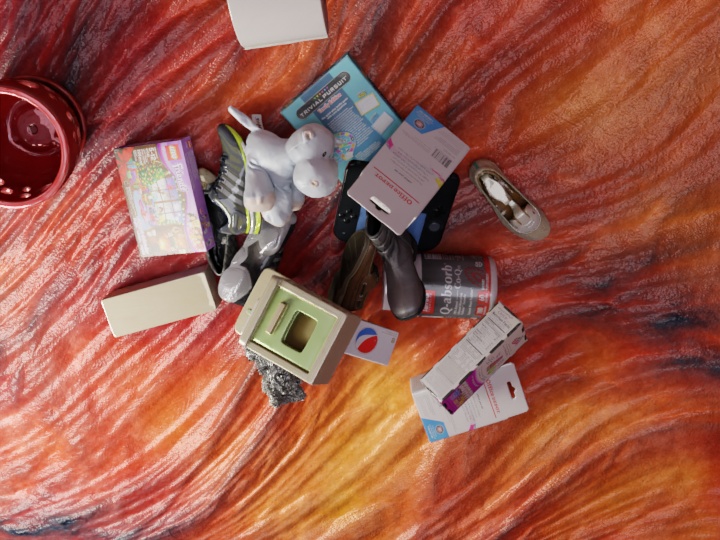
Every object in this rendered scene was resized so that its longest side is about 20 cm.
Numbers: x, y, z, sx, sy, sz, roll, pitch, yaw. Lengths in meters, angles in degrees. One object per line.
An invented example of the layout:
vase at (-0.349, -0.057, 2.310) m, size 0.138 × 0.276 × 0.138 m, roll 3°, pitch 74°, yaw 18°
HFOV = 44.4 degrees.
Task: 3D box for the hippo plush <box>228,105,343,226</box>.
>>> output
hippo plush at (-0.101, -0.183, 1.471) m, size 0.160 × 0.159 × 0.201 m, roll -11°, pitch 84°, yaw 27°

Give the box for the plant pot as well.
plant pot at (-0.555, -0.220, 1.455) m, size 0.200 × 0.183 × 0.201 m, roll 0°, pitch 111°, yaw 0°

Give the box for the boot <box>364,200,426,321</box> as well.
boot at (0.048, -0.022, 1.475) m, size 0.070 × 0.200 × 0.132 m, roll -23°, pitch 136°, yaw 15°

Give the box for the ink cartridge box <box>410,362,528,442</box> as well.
ink cartridge box at (0.208, 0.238, 1.694) m, size 0.199 × 0.068 × 0.115 m, roll -18°, pitch 109°, yaw 7°

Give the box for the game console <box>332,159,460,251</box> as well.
game console at (0.059, -0.110, 1.544) m, size 0.199 × 0.031 × 0.177 m, roll 6°, pitch 136°, yaw -10°

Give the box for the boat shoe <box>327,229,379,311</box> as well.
boat shoe at (0.000, 0.000, 1.589) m, size 0.068 × 0.072 × 0.200 m, roll 9°, pitch 140°, yaw -17°

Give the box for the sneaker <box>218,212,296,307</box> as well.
sneaker at (-0.164, -0.011, 1.602) m, size 0.200 × 0.075 × 0.114 m, roll -54°, pitch 134°, yaw -6°

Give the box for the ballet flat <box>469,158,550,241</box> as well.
ballet flat at (0.265, -0.115, 1.568) m, size 0.200 × 0.062 × 0.067 m, roll 41°, pitch 106°, yaw -15°

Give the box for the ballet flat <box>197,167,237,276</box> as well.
ballet flat at (-0.259, -0.087, 1.576) m, size 0.066 × 0.057 × 0.201 m, roll -11°, pitch 111°, yaw 6°

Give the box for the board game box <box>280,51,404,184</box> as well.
board game box at (-0.015, -0.249, 1.521) m, size 0.151 × 0.047 × 0.200 m, roll -38°, pitch 107°, yaw 14°

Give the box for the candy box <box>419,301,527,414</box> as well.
candy box at (0.205, 0.158, 1.574) m, size 0.200 × 0.136 × 0.061 m, roll -43°, pitch 67°, yaw -3°

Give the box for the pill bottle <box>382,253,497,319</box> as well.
pill bottle at (0.140, 0.028, 1.594) m, size 0.199 × 0.116 × 0.116 m, roll 1°, pitch 111°, yaw -1°

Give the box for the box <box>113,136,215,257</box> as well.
box at (-0.343, -0.127, 1.544) m, size 0.136 × 0.039 × 0.201 m, roll -5°, pitch 108°, yaw 19°

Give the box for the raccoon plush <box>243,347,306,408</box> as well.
raccoon plush at (-0.155, 0.159, 1.603) m, size 0.096 × 0.134 × 0.200 m, roll -20°, pitch 145°, yaw -11°

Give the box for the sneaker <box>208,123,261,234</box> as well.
sneaker at (-0.225, -0.153, 1.525) m, size 0.081 × 0.074 × 0.201 m, roll -14°, pitch 101°, yaw -17°

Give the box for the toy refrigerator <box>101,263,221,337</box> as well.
toy refrigerator at (-0.364, 0.054, 1.627) m, size 0.199 × 0.070 × 0.076 m, roll -16°, pitch 104°, yaw 5°

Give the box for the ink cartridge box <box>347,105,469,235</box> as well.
ink cartridge box at (0.072, -0.155, 1.441) m, size 0.115 × 0.068 × 0.200 m, roll 39°, pitch 72°, yaw 0°

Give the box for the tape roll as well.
tape roll at (-0.129, -0.454, 1.358) m, size 0.139 × 0.203 × 0.203 m, roll -8°, pitch 111°, yaw 3°

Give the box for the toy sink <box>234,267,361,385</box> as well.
toy sink at (-0.122, 0.088, 1.476) m, size 0.200 × 0.112 × 0.131 m, roll 29°, pitch 91°, yaw 15°

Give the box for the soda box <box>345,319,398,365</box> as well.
soda box at (-0.031, 0.114, 1.606) m, size 0.200 × 0.064 × 0.068 m, roll 20°, pitch 87°, yaw -33°
